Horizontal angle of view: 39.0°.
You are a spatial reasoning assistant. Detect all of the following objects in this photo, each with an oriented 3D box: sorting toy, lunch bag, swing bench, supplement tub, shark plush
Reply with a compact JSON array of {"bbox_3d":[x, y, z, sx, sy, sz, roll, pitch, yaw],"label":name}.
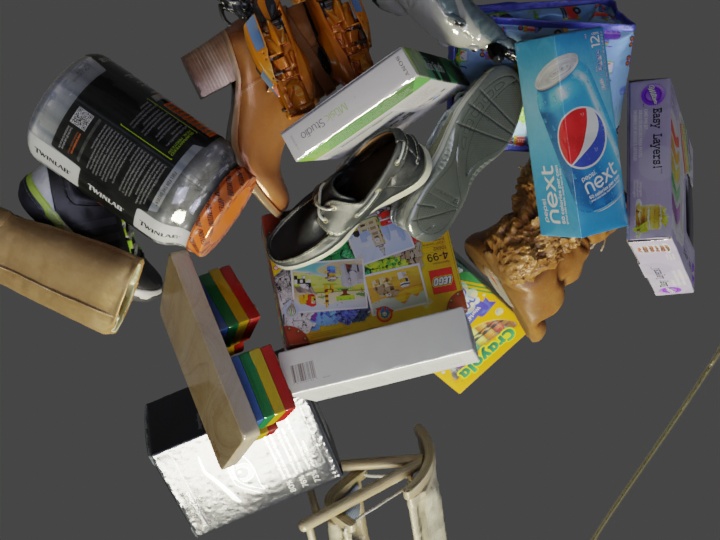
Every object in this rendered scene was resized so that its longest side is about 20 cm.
[{"bbox_3d":[-0.142,0.092,1.076,0.069,0.199,0.200,-19,167,-19],"label":"sorting toy"},{"bbox_3d":[0.180,-0.208,1.105,0.199,0.094,0.151,-1,122,-4],"label":"lunch bag"},{"bbox_3d":[0.022,0.338,1.335,0.199,0.130,0.199,-15,121,-7],"label":"swing bench"},{"bbox_3d":[-0.209,-0.108,0.985,0.200,0.123,0.123,35,108,2],"label":"supplement tub"},{"bbox_3d":[0.104,-0.273,1.020,0.200,0.091,0.083,35,78,3],"label":"shark plush"}]

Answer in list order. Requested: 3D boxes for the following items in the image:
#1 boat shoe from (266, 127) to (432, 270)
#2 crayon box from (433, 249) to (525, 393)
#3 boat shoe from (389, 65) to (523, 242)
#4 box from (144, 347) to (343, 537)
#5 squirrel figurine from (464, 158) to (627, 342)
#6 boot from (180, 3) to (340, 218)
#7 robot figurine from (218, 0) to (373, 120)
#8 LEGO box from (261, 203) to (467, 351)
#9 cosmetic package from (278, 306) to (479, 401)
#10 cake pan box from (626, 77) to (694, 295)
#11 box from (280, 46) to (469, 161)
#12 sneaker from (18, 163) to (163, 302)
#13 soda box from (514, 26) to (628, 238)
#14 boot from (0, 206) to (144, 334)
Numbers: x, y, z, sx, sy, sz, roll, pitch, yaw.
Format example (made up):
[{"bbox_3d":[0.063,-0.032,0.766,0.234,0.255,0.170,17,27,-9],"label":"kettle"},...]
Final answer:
[{"bbox_3d":[-0.024,-0.074,1.036,0.200,0.072,0.068,-36,155,16],"label":"boat shoe"},{"bbox_3d":[0.119,0.065,1.254,0.126,0.052,0.200,-44,120,11],"label":"crayon box"},{"bbox_3d":[0.098,-0.127,1.068,0.074,0.065,0.202,26,95,-35],"label":"boat shoe"},{"bbox_3d":[-0.141,0.206,1.231,0.199,0.104,0.148,-21,122,-2],"label":"box"},{"bbox_3d":[0.226,-0.046,1.147,0.186,0.142,0.200,-35,158,-2],"label":"squirrel figurine"},{"bbox_3d":[-0.075,-0.170,1.053,0.155,0.077,0.200,-27,103,-6],"label":"boot"},{"bbox_3d":[-0.062,-0.257,0.980,0.145,0.058,0.201,-24,96,-13],"label":"robot figurine"},{"bbox_3d":[0.000,0.000,1.126,0.199,0.077,0.149,-12,79,-9],"label":"LEGO box"},{"bbox_3d":[0.025,0.095,1.105,0.199,0.052,0.151,-14,166,6],"label":"cosmetic package"},{"bbox_3d":[0.333,-0.085,1.120,0.052,0.185,0.200,-1,161,25],"label":"cake pan box"},{"bbox_3d":[0.020,-0.162,1.010,0.144,0.200,0.036,-32,87,20],"label":"box"},{"bbox_3d":[-0.268,-0.047,1.075,0.083,0.072,0.200,-40,121,8],"label":"sneaker"},{"bbox_3d":[0.212,-0.137,1.021,0.064,0.068,0.201,-15,101,-25],"label":"soda box"},{"bbox_3d":[-0.341,0.020,1.047,0.199,0.066,0.175,24,125,-4],"label":"boot"}]
